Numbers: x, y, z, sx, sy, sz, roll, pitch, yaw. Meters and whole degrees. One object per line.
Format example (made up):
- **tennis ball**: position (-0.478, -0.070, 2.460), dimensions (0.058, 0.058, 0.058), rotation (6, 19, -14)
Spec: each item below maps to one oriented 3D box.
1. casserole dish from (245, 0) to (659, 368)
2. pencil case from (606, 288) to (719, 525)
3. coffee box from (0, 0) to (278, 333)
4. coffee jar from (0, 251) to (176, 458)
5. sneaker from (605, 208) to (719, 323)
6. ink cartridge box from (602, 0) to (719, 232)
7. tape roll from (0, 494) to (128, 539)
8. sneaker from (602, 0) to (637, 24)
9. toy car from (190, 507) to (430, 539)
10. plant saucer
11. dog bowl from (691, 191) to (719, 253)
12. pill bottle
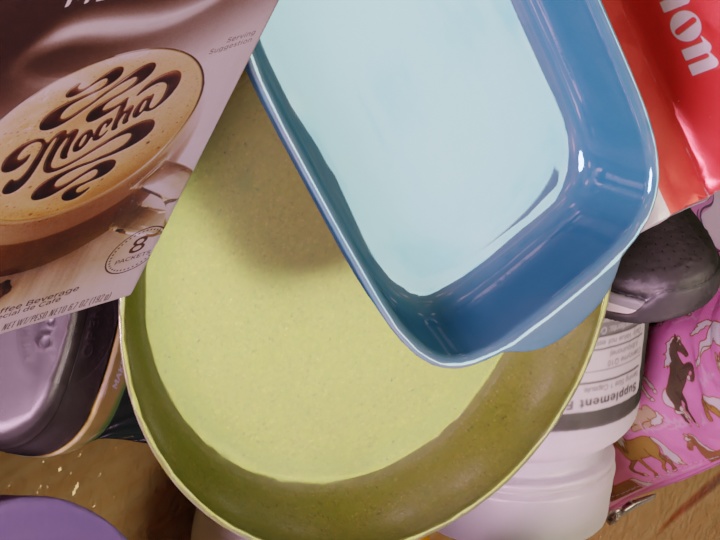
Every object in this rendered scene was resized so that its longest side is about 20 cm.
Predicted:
- **casserole dish**: position (0.024, -0.061, 0.828), dimensions (0.121, 0.039, 0.200), rotation (-38, 122, -16)
- **pencil case**: position (0.152, 0.060, 1.205), dimensions (0.086, 0.200, 0.083), rotation (42, 57, -9)
- **coffee box**: position (-0.098, -0.068, 0.717), dimensions (0.113, 0.080, 0.200), rotation (-18, 152, -37)
- **coffee jar**: position (-0.084, 0.017, 0.914), dimensions (0.200, 0.085, 0.105), rotation (8, 96, -58)
- **sneaker**: position (0.068, -0.072, 0.988), dimensions (0.075, 0.200, 0.116), rotation (-30, 147, -36)
- **ink cartridge box**: position (0.063, -0.080, 0.916), dimensions (0.161, 0.200, 0.050), rotation (64, 34, -12)
- **tape roll**: position (-0.144, 0.175, 0.849), dimensions (0.200, 0.085, 0.201), rotation (7, 82, -58)
- **sneaker**: position (0.163, -0.147, 0.952), dimensions (0.200, 0.087, 0.074), rotation (-42, 161, -16)
- **toy car**: position (0.000, 0.134, 1.035), dimensions (0.184, 0.176, 0.201), rotation (-51, 135, -48)
- **plant saucer**: position (0.000, 0.000, 0.874), dimensions (0.199, 0.031, 0.201), rotation (-10, 109, -30)
- **dog bowl**: position (0.167, -0.086, 1.225), dimensions (0.200, 0.074, 0.201), rotation (-2, 90, -70)
- **pill bottle**: position (0.075, 0.016, 1.139), dimensions (0.114, 0.114, 0.201), rotation (-24, 124, -51)
